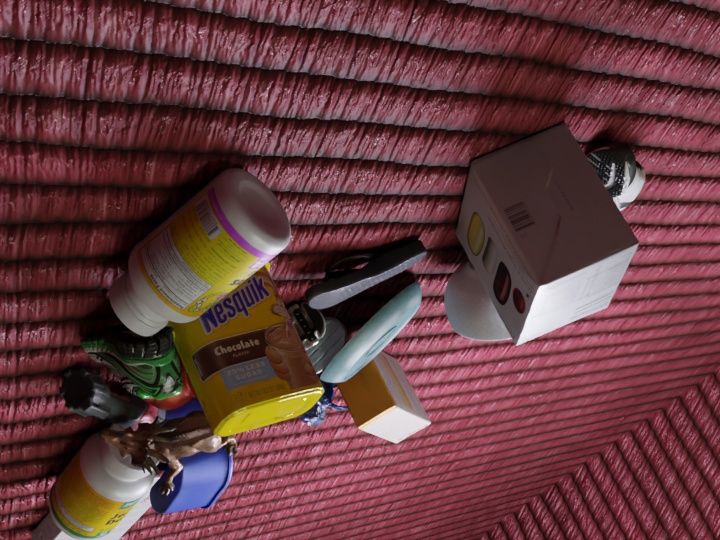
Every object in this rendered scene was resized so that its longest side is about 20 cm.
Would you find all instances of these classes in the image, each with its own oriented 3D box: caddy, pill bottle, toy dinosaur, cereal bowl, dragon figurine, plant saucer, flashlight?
[{"bbox_3d":[-0.246,0.268,1.918,0.105,0.142,0.200,-10,153,-31],"label":"caddy"},{"bbox_3d":[-0.358,0.293,1.877,0.112,0.113,0.200,-7,150,-42],"label":"pill bottle"},{"bbox_3d":[-0.228,0.214,1.716,0.199,0.086,0.136,-26,160,-8],"label":"toy dinosaur"},{"bbox_3d":[0.210,0.013,1.882,0.199,0.200,0.084,-24,115,-10],"label":"cereal bowl"},{"bbox_3d":[-0.176,-0.013,1.416,0.200,0.105,0.104,-37,157,23],"label":"pill bottle"},{"bbox_3d":[-0.057,0.202,2.051,0.059,0.100,0.200,-31,158,10],"label":"dragon figurine"},{"bbox_3d":[0.022,0.096,1.912,0.200,0.027,0.200,-44,171,-9],"label":"plant saucer"},{"bbox_3d":[-0.322,0.170,1.719,0.067,0.068,0.200,2,163,21],"label":"flashlight"}]

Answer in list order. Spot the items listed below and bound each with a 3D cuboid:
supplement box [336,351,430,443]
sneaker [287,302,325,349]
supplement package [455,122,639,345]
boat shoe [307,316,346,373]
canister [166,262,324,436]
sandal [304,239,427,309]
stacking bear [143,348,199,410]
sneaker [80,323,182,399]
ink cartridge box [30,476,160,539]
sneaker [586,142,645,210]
[{"bbox_3d":[0.028,0.194,2.100,0.073,0.126,0.200,-32,157,9],"label":"supplement box"},{"bbox_3d":[-0.138,0.114,1.805,0.199,0.075,0.081,-24,169,-6],"label":"sneaker"},{"bbox_3d":[0.235,-0.043,1.722,0.146,0.192,0.200,-22,157,-12],"label":"supplement package"},{"bbox_3d":[-0.103,0.129,1.898,0.200,0.074,0.067,-36,-173,11],"label":"boat shoe"},{"bbox_3d":[-0.143,0.079,1.531,0.148,0.201,0.087,-12,155,-35],"label":"canister"},{"bbox_3d":[0.000,0.000,1.758,0.200,0.043,0.076,-24,168,-37],"label":"sandal"},{"bbox_3d":[-0.187,0.123,1.707,0.199,0.122,0.114,-15,114,-2],"label":"stacking bear"},{"bbox_3d":[-0.267,0.108,1.533,0.078,0.086,0.200,-18,-168,-26],"label":"sneaker"},{"bbox_3d":[-0.409,0.373,2.105,0.160,0.047,0.200,0,140,-49],"label":"ink cartridge box"},{"bbox_3d":[0.359,-0.138,1.847,0.080,0.074,0.200,-40,164,-8],"label":"sneaker"}]
